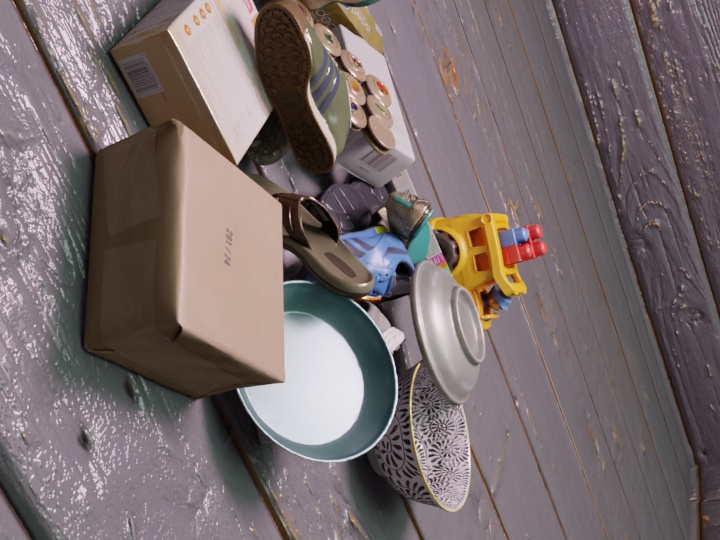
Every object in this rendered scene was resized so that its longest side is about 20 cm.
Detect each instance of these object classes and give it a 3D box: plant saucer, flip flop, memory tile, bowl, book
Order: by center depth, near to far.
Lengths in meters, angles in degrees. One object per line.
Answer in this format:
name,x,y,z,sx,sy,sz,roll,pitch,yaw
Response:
plant saucer,-0.053,0.108,1.113,0.200,0.036,0.200,16,58,-28
flip flop,-0.058,-0.047,1.170,0.200,0.058,0.081,42,39,22
memory tile,-0.028,-0.240,1.303,0.200,0.017,0.153,40,32,-29
bowl,0.065,0.218,1.377,0.201,0.094,0.201,42,42,-53
plant saucer,0.126,0.078,1.418,0.200,0.050,0.200,-16,90,-70
book,0.069,-0.079,1.526,0.200,0.048,0.134,65,-7,-23

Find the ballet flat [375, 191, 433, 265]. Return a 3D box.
ballet flat,0.055,-0.058,1.387,0.068,0.075,0.200,-54,169,-13

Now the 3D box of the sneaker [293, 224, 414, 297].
sneaker,0.000,0.000,1.267,0.078,0.066,0.200,48,32,14

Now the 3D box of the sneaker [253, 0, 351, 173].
sneaker,-0.057,-0.215,1.174,0.090,0.067,0.200,-57,139,-49

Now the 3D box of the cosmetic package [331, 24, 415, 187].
cosmetic package,-0.003,-0.221,1.416,0.102,0.074,0.200,28,37,-44

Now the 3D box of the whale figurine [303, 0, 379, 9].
whale figurine,-0.037,-0.401,1.343,0.104,0.200,0.159,25,77,-71

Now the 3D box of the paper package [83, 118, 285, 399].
paper package,-0.155,-0.002,0.985,0.191,0.103,0.200,38,44,-56

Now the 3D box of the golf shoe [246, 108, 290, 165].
golf shoe,-0.088,-0.187,1.277,0.097,0.078,0.200,61,28,-45

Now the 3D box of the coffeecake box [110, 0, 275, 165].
coffeecake box,-0.161,-0.214,1.120,0.154,0.073,0.200,64,26,-27

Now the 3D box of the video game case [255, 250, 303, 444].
video game case,-0.085,0.079,1.200,0.182,0.024,0.200,-12,89,-67

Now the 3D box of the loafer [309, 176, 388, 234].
loafer,-0.024,-0.080,1.382,0.072,0.063,0.200,60,29,-6

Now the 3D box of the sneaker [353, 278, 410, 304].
sneaker,0.012,-0.001,1.406,0.200,0.076,0.092,-2,75,-67

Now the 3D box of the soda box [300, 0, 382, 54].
soda box,-0.041,-0.360,1.477,0.200,0.068,0.064,44,40,-52

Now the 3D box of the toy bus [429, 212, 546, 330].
toy bus,0.203,0.001,1.687,0.136,0.192,0.200,-4,83,-68

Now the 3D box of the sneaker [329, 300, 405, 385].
sneaker,-0.016,0.096,1.247,0.079,0.074,0.200,54,26,-3
